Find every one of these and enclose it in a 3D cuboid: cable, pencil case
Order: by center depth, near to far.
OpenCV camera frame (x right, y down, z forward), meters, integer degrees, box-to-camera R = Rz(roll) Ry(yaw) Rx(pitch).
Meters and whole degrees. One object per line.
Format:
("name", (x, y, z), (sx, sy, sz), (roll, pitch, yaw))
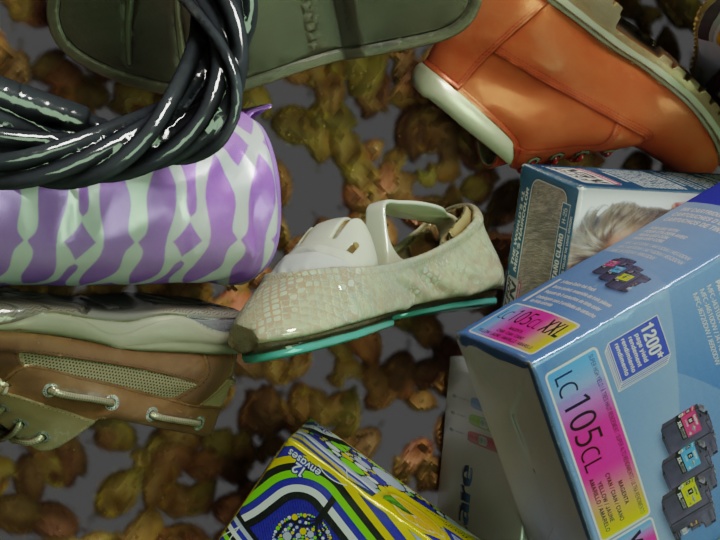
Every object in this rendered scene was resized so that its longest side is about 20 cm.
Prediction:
("cable", (-0.138, -0.108, 0.772), (0.200, 0.051, 0.163), (36, 59, 10))
("pencil case", (-0.132, -0.035, 0.827), (0.199, 0.084, 0.086), (2, 78, -32))

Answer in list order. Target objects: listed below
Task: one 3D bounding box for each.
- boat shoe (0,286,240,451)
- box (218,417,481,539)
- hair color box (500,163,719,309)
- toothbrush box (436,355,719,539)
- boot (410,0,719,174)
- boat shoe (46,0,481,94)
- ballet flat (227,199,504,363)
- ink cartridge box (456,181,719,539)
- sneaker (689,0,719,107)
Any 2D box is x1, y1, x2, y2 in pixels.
("boat shoe", (-0.142, 0.046, 0.834), (0.199, 0.076, 0.072), (4, 96, -29))
("box", (0.034, 0.157, 0.891), (0.200, 0.070, 0.064), (35, 98, 3))
("hair color box", (0.175, 0.002, 0.975), (0.199, 0.060, 0.100), (1, 104, -26))
("toothbrush box", (0.145, 0.123, 1.001), (0.199, 0.086, 0.146), (2, 96, -28))
("boot", (0.112, -0.086, 0.975), (0.200, 0.075, 0.107), (32, 100, -35))
("boat shoe", (-0.046, -0.123, 0.873), (0.199, 0.068, 0.072), (-3, 107, -9))
("ballet flat", (0.000, 0.000, 0.895), (0.200, 0.067, 0.063), (-12, 92, -56))
("ink cartridge box", (0.161, 0.048, 0.901), (0.200, 0.076, 0.137), (-29, 113, -21))
("sneaker", (0.223, -0.100, 0.965), (0.075, 0.200, 0.090), (-45, 75, 6))
